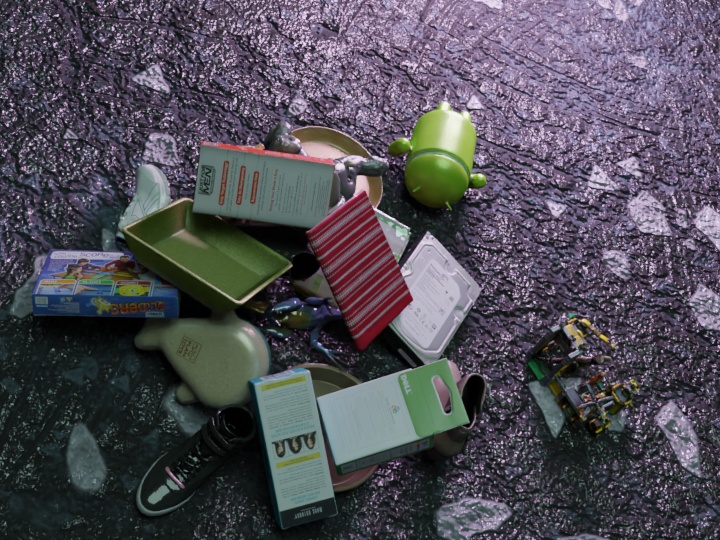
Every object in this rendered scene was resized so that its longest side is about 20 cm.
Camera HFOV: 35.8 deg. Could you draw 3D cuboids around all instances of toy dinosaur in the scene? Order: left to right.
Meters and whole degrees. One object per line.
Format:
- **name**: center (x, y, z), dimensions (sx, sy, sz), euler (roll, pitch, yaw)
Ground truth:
- **toy dinosaur**: center (-0.080, 0.054, 1.685), dimensions (0.199, 0.106, 0.180), euler (39, 34, 25)

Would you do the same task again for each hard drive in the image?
- **hard drive**: center (0.103, 0.051, 1.789), dimensions (0.140, 0.038, 0.201), euler (47, 50, -10)

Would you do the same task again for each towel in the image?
- **towel**: center (-0.016, -0.020, 1.796), dimensions (0.148, 0.031, 0.202), euler (29, 62, -6)
- **towel**: center (0.000, 0.000, 1.658), dimensions (0.144, 0.022, 0.202), euler (-40, 114, -41)

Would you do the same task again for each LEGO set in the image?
- **LEGO set**: center (0.370, 0.153, 1.808), dimensions (0.152, 0.116, 0.202), euler (-12, 64, -29)

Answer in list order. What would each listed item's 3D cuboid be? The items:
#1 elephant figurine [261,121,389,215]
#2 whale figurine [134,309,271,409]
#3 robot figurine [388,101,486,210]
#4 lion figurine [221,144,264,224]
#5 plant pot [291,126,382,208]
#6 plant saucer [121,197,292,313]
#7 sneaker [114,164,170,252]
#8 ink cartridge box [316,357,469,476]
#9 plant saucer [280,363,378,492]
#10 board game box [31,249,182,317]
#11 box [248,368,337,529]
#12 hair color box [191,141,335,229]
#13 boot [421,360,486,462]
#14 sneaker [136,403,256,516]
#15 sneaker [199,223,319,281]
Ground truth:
- **elephant figurine**: center (-0.069, -0.131, 1.735), dimensions (0.198, 0.156, 0.142), euler (29, 24, -17)
- **whale figurine**: center (-0.220, 0.114, 1.592), dimensions (0.198, 0.104, 0.161), euler (24, 95, 10)
- **robot figurine**: center (0.139, -0.196, 1.939), dimensions (0.174, 0.116, 0.202), euler (23, 52, -13)
- **lion figurine**: center (-0.197, -0.135, 1.787), dimensions (0.121, 0.073, 0.202), euler (9, 50, -20)
- **plant pot**: center (-0.058, -0.155, 1.884), dimensions (0.197, 0.028, 0.202), euler (11, 55, -16)
- **plant saucer**: center (-0.220, -0.014, 1.585), dimensions (0.198, 0.048, 0.200), euler (32, 24, 8)
- **sneaker**: center (-0.329, -0.077, 1.688), dimensions (0.086, 0.075, 0.202), euler (0, 58, -18)
- **ink cartridge box**: center (0.045, 0.208, 1.585), dimensions (0.197, 0.060, 0.105), euler (-17, 64, -4)
- **plant saucer**: center (-0.057, 0.231, 1.628), dimensions (0.197, 0.030, 0.203), euler (12, 55, -17)
- **board game box**: center (-0.350, 0.017, 1.570), dimensions (0.197, 0.035, 0.136), euler (2, 28, -4)
- **box**: center (-0.093, 0.242, 1.526), dimensions (0.081, 0.049, 0.203), euler (-11, 93, -16)
- **hair color box**: center (-0.142, -0.124, 1.634), dimensions (0.197, 0.103, 0.061), euler (8, 12, -9)
- **boot**: center (0.144, 0.192, 1.665), dimensions (0.069, 0.147, 0.202), euler (20, 53, -11)
- **sneaker**: center (-0.219, 0.247, 1.503), dimensions (0.071, 0.099, 0.199), euler (47, 54, 9)
- **sneaker**: center (-0.162, -0.021, 1.691), dimensions (0.198, 0.076, 0.106), euler (-14, 32, -29)
